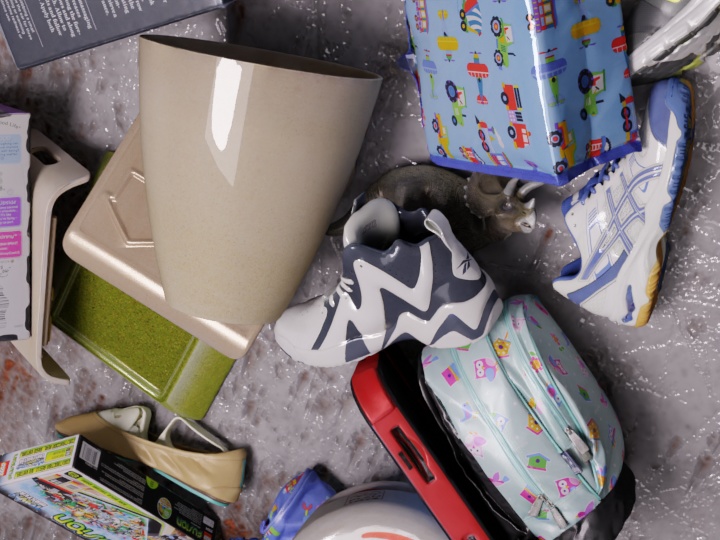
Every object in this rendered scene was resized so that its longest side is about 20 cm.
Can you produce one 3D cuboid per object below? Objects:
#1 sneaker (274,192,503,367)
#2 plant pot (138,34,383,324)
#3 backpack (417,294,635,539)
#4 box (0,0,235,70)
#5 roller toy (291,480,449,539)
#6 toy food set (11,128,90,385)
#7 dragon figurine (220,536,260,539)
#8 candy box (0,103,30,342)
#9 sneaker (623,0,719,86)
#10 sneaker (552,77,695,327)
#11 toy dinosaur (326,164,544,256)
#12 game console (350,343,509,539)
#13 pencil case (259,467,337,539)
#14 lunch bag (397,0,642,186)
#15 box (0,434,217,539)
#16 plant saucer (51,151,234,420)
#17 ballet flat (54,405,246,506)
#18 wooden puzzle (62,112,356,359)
[{"bbox_3d":[0.000,0.000,1.041,0.198,0.080,0.130,-5,122,37],"label":"sneaker"},{"bbox_3d":[-0.091,-0.066,1.036,0.186,0.187,0.201,14,102,18],"label":"plant pot"},{"bbox_3d":[0.134,0.122,1.078,0.126,0.167,0.200,-33,94,10],"label":"backpack"},{"bbox_3d":[-0.171,-0.245,1.044,0.199,0.148,0.108,-11,107,27],"label":"box"},{"bbox_3d":[0.018,0.273,1.124,0.200,0.140,0.183,37,94,4],"label":"roller toy"},{"bbox_3d":[-0.288,-0.013,1.217,0.143,0.060,0.201,34,122,49],"label":"toy food set"},{"bbox_3d":[-0.138,0.309,1.301,0.200,0.059,0.099,-24,125,41],"label":"dragon figurine"},{"bbox_3d":[-0.354,-0.052,1.193,0.168,0.071,0.201,23,114,53],"label":"candy box"},{"bbox_3d":[0.235,-0.209,0.935,0.200,0.074,0.085,-46,65,37],"label":"sneaker"},{"bbox_3d":[0.195,-0.052,1.009,0.088,0.075,0.201,17,117,17],"label":"sneaker"},{"bbox_3d":[0.059,-0.045,1.086,0.199,0.077,0.103,11,104,25],"label":"toy dinosaur"},{"bbox_3d":[0.060,0.149,1.102,0.031,0.177,0.200,-33,96,8],"label":"game console"},{"bbox_3d":[-0.005,0.276,1.237,0.200,0.087,0.078,42,165,3],"label":"pencil case"},{"bbox_3d":[0.093,-0.151,0.984,0.200,0.094,0.151,10,116,52],"label":"lunch bag"},{"bbox_3d":[-0.241,0.224,1.284,0.110,0.035,0.200,-17,139,31],"label":"box"},{"bbox_3d":[-0.200,0.026,1.236,0.200,0.048,0.200,35,122,7],"label":"plant saucer"},{"bbox_3d":[-0.198,0.164,1.298,0.199,0.069,0.063,20,91,12],"label":"ballet flat"},{"bbox_3d":[-0.127,-0.054,1.141,0.185,0.046,0.201,31,93,4],"label":"wooden puzzle"}]
